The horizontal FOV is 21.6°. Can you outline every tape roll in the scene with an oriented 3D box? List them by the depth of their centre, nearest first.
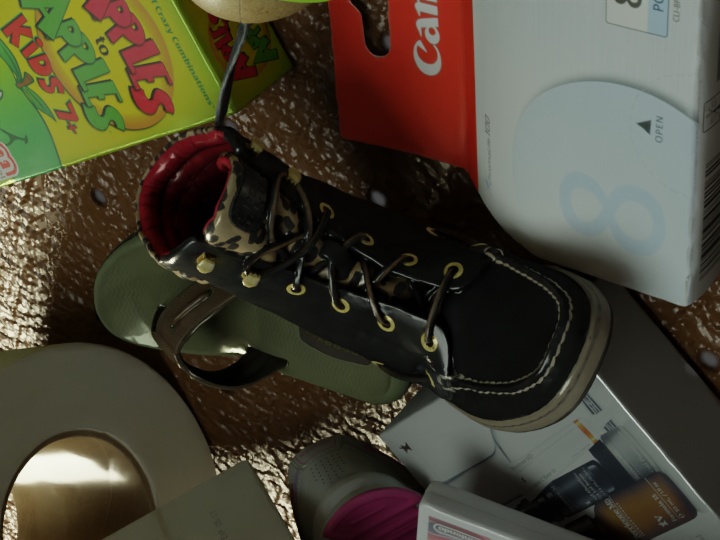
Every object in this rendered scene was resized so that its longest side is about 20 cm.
[{"bbox_3d":[-0.196,0.146,1.062,0.138,0.203,0.204,-8,116,45],"label":"tape roll"}]

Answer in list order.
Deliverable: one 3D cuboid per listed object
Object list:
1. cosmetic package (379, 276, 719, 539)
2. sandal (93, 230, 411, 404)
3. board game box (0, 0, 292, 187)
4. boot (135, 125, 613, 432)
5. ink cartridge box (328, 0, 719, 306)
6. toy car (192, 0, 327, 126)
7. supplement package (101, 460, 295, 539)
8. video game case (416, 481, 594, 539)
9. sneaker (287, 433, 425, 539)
[{"bbox_3d":[0.122,0.114,0.874,0.200,0.052,0.151,49,143,-3],"label":"cosmetic package"},{"bbox_3d":[-0.064,0.027,0.960,0.200,0.057,0.080,12,129,35],"label":"sandal"},{"bbox_3d":[-0.134,-0.111,0.918,0.199,0.048,0.102,-11,113,46],"label":"board game box"},{"bbox_3d":[0.000,0.000,0.788,0.150,0.074,0.200,25,180,-28],"label":"boot"},{"bbox_3d":[0.058,-0.088,0.768,0.199,0.047,0.161,18,132,28],"label":"ink cartridge box"},{"bbox_3d":[-0.061,-0.151,0.743,0.156,0.166,0.200,2,156,-2],"label":"toy car"},{"bbox_3d":[-0.064,0.235,0.941,0.201,0.150,0.152,64,173,-18],"label":"supplement package"},{"bbox_3d":[0.090,0.192,0.898,0.142,0.018,0.201,19,137,16],"label":"video game case"},{"bbox_3d":[0.019,0.154,0.982,0.088,0.081,0.201,57,171,48],"label":"sneaker"}]
